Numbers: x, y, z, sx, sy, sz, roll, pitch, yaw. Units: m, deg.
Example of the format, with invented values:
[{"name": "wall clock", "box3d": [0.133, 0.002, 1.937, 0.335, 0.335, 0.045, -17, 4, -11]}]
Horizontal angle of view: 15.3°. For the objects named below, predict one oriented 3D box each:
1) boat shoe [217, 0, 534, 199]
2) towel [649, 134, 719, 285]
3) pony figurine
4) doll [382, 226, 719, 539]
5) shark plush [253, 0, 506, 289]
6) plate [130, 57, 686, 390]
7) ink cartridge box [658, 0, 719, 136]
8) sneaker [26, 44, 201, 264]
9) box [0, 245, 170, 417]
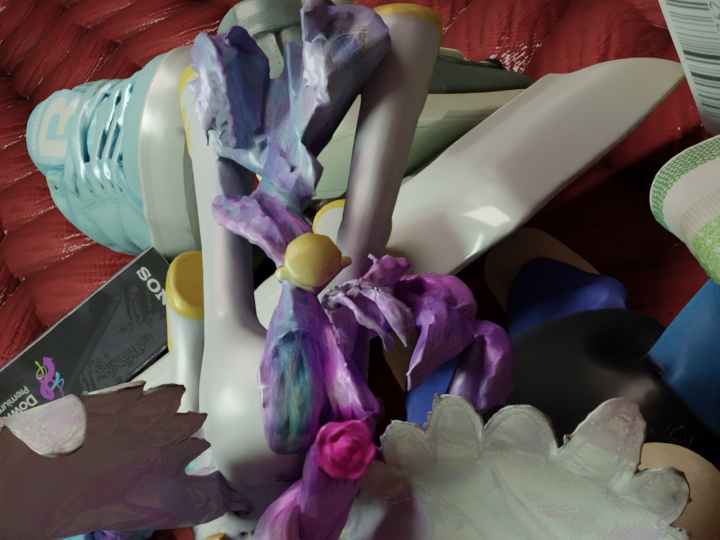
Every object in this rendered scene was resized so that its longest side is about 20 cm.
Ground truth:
[{"name": "boat shoe", "box3d": [0.011, -0.064, 0.938, 0.073, 0.062, 0.200, -33, -11, 22]}, {"name": "towel", "box3d": [0.159, -0.013, 0.623, 0.149, 0.031, 0.200, -23, 20, -1]}, {"name": "pony figurine", "box3d": [-0.017, 0.037, 0.639, 0.193, 0.166, 0.200, 105, 171, -61]}, {"name": "doll", "box3d": [0.058, 0.036, 0.719, 0.136, 0.048, 0.200, -37, 17, 3]}, {"name": "shark plush", "box3d": [-0.005, -0.032, 1.048, 0.083, 0.091, 0.200, -55, 15, 39]}, {"name": "plate", "box3d": [0.000, 0.000, 0.861, 0.200, 0.032, 0.200, -36, 2, 27]}, {"name": "ink cartridge box", "box3d": [0.145, -0.178, 0.849, 0.047, 0.198, 0.200, 7, 45, 40]}, {"name": "sneaker", "box3d": [-0.085, -0.039, 0.972, 0.200, 0.082, 0.074, 103, -179, -77]}, {"name": "box", "box3d": [-0.122, 0.054, 0.980, 0.143, 0.036, 0.200, -40, 2, -8]}]
